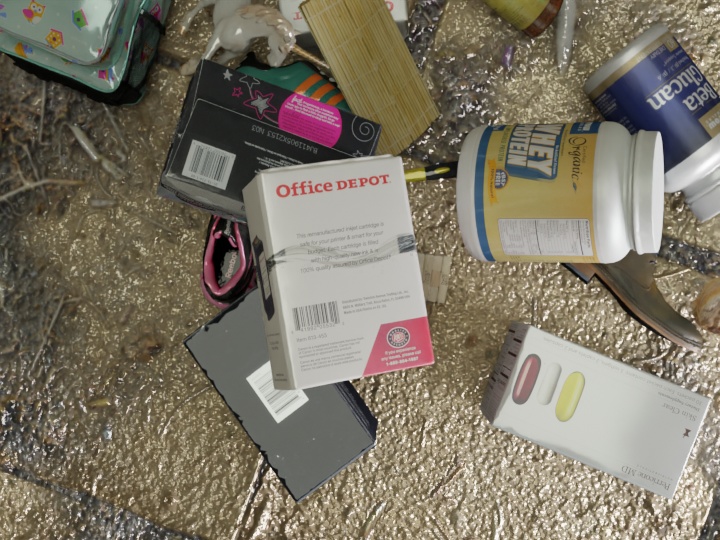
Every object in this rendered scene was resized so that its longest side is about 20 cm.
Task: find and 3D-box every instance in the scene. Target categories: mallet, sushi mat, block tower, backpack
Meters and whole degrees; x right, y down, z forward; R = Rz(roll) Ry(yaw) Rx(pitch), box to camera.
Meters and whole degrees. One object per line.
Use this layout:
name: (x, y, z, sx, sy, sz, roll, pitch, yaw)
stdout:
mallet: (0.064, -0.118, 1.234, 0.197, 0.041, 0.067, -16, 85, -3)
sushi mat: (0.012, -0.221, 1.164, 0.095, 0.012, 0.201, -41, 119, -21)
block tower: (0.000, 0.000, 1.221, 0.197, 0.054, 0.059, 9, 88, 3)
backpack: (-0.298, -0.307, 1.195, 0.174, 0.153, 0.202, 22, 84, 8)

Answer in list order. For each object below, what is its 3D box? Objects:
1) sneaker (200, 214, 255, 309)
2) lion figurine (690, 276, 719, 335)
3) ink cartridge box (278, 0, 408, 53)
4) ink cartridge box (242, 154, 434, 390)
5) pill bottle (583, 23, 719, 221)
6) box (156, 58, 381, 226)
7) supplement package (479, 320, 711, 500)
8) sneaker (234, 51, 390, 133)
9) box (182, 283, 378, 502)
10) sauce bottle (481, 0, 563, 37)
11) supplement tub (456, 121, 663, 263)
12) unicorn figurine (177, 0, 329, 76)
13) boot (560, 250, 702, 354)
sneaker: (-0.138, -0.057, 1.209, 0.078, 0.095, 0.203, 8, 88, 4)
lion figurine: (0.468, 0.067, 1.194, 0.200, 0.072, 0.123, 43, 92, 1)
ink cartridge box: (-0.024, -0.358, 1.216, 0.143, 0.083, 0.203, -6, 89, 3)
ink cartridge box: (-0.023, 0.002, 1.037, 0.143, 0.084, 0.203, -9, 88, -18)
pill bottle: (0.343, -0.157, 1.183, 0.111, 0.111, 0.201, -37, 88, 1)
box: (-0.098, -0.112, 1.131, 0.198, 0.115, 0.134, 18, 80, -13)
supplement package: (0.242, 0.143, 1.158, 0.198, 0.156, 0.112, 21, 90, 2)
sneaker: (-0.047, -0.194, 1.219, 0.197, 0.071, 0.081, 15, 68, -9)
box: (-0.077, 0.123, 1.158, 0.104, 0.182, 0.201, -36, 87, 1)
sauce bottle: (0.132, -0.337, 1.192, 0.199, 0.066, 0.066, 33, 90, -18)
supplement tub: (0.211, -0.081, 1.138, 0.197, 0.144, 0.147, 1, 89, 21)
unicorn figurine: (-0.135, -0.261, 1.173, 0.137, 0.073, 0.202, -38, 59, 28)
boot: (0.314, 0.002, 1.199, 0.199, 0.075, 0.097, 37, 93, 4)
